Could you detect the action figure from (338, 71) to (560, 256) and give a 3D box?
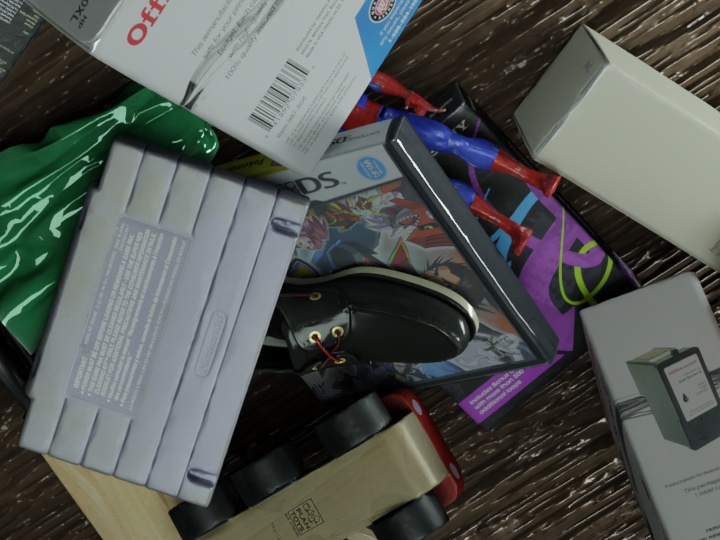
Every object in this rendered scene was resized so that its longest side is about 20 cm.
[{"bbox_3d":[0.023,-0.081,1.606,0.199,0.052,0.066,28,106,5],"label":"action figure"}]

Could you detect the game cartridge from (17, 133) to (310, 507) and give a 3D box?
[{"bbox_3d":[-0.121,0.030,1.569,0.129,0.038,0.201,20,102,0],"label":"game cartridge"}]

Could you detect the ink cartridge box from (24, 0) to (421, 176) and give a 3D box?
[{"bbox_3d":[-0.073,-0.163,1.495,0.200,0.084,0.145,29,96,-48],"label":"ink cartridge box"}]

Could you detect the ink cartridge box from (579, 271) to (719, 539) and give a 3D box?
[{"bbox_3d":[0.216,0.125,1.672,0.084,0.201,0.146,-19,143,0],"label":"ink cartridge box"}]

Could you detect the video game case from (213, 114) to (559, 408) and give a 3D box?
[{"bbox_3d":[0.000,0.000,1.628,0.180,0.026,0.200,-13,128,33],"label":"video game case"}]

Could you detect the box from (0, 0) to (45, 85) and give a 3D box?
[{"bbox_3d":[-0.279,-0.186,1.497,0.199,0.086,0.164,30,108,-23],"label":"box"}]

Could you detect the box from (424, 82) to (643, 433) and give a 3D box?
[{"bbox_3d":[0.072,-0.005,1.688,0.143,0.036,0.200,-40,115,11],"label":"box"}]

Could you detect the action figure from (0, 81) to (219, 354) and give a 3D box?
[{"bbox_3d":[-0.159,-0.057,1.599,0.200,0.055,0.118,-38,95,1],"label":"action figure"}]

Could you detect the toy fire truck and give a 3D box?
[{"bbox_3d":[-0.006,0.157,1.706,0.176,0.200,0.129,-31,89,16],"label":"toy fire truck"}]

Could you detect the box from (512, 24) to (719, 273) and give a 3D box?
[{"bbox_3d":[0.201,-0.068,1.661,0.200,0.068,0.082,31,108,-23],"label":"box"}]

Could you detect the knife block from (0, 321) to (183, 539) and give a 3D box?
[{"bbox_3d":[-0.184,0.100,1.680,0.175,0.064,0.201,12,115,-16],"label":"knife block"}]

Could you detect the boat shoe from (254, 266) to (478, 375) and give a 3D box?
[{"bbox_3d":[-0.027,0.037,1.615,0.200,0.063,0.074,6,136,16],"label":"boat shoe"}]
